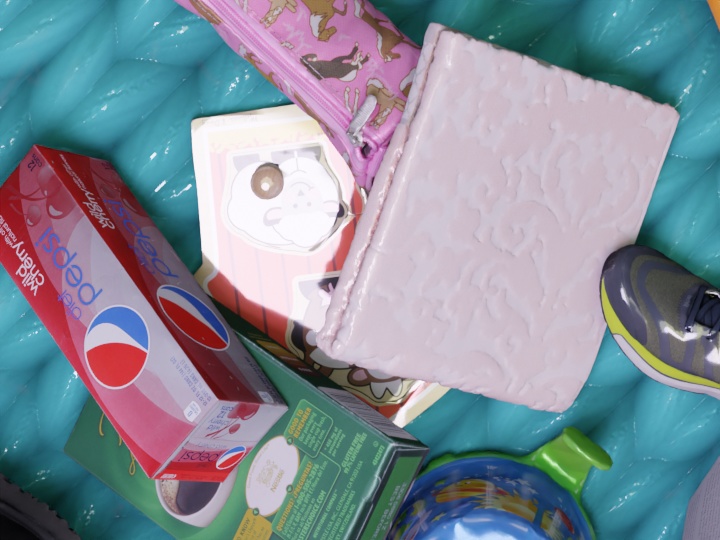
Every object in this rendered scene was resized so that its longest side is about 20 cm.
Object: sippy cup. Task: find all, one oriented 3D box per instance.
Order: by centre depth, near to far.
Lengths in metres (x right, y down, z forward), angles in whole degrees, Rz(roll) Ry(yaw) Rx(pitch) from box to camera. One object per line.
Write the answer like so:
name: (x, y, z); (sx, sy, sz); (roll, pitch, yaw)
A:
sippy cup: (0.071, 0.176, 1.397); (0.139, 0.130, 0.179); (2, 92, 2)

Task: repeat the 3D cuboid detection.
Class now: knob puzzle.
knob puzzle: (0.000, 0.000, 1.430); (0.219, 0.030, 0.221); (0, 97, -1)

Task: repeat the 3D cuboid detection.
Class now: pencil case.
pencil case: (-0.039, -0.138, 1.376); (0.200, 0.087, 0.083); (44, 80, 3)

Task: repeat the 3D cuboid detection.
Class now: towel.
towel: (0.078, -0.025, 1.373); (0.200, 0.032, 0.192); (15, 96, -43)

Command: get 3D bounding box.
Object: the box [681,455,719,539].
box: (0.276, 0.142, 1.361); (0.152, 0.107, 0.200); (19, 141, -4)

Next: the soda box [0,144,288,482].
soda box: (-0.128, 0.023, 1.360); (0.063, 0.070, 0.200); (-49, 60, 19)

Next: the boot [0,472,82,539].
boot: (-0.233, 0.192, 1.367); (0.158, 0.211, 0.080); (-42, 139, -19)

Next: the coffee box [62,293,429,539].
coffee box: (-0.066, 0.099, 1.379); (0.200, 0.044, 0.123); (31, 102, 32)

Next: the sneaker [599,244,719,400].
sneaker: (0.227, 0.040, 1.405); (0.200, 0.081, 0.074); (30, 54, -9)

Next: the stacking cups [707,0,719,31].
stacking cups: (0.206, -0.184, 1.397); (0.060, 0.061, 0.201); (-22, 97, 2)
